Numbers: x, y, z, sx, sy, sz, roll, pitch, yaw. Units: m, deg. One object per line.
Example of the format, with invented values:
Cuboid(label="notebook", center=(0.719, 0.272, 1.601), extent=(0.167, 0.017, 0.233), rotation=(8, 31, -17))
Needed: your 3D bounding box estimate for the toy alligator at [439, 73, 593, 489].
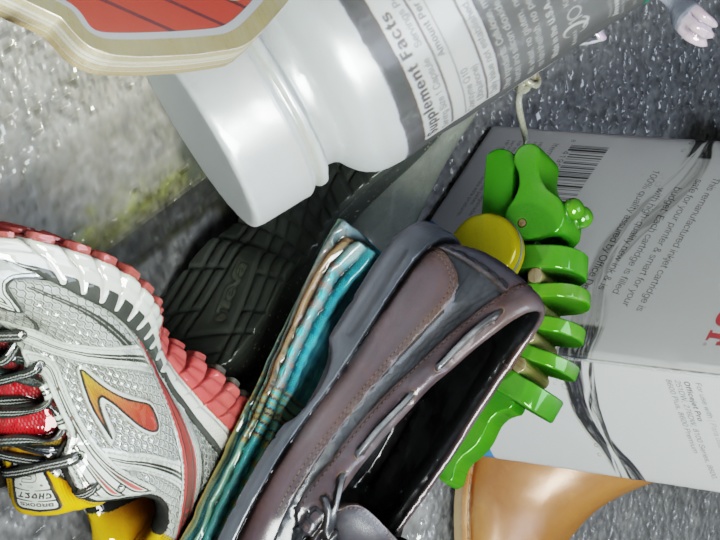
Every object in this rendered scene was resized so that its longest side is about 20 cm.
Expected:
Cuboid(label="toy alligator", center=(0.072, -0.007, 1.035), extent=(0.059, 0.054, 0.201), rotation=(36, 63, -62))

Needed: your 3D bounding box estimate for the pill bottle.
Cuboid(label="pill bottle", center=(0.017, -0.110, 0.973), extent=(0.199, 0.113, 0.113), rotation=(-32, 128, -9))

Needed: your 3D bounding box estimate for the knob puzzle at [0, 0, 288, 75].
Cuboid(label="knob puzzle", center=(-0.092, -0.140, 0.805), extent=(0.219, 0.030, 0.220), rotation=(31, 33, -23))

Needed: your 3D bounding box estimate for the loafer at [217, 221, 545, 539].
Cuboid(label="loafer", center=(0.001, 0.080, 0.951), extent=(0.201, 0.063, 0.072), rotation=(-63, 153, -4))

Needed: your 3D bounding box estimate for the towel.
Cuboid(label="towel", center=(-0.020, 0.091, 1.013), extent=(0.201, 0.022, 0.147), rotation=(-64, 153, -5))

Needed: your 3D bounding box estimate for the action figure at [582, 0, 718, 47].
Cuboid(label="action figure", center=(0.115, -0.187, 1.178), extent=(0.148, 0.134, 0.201), rotation=(32, 97, -12))

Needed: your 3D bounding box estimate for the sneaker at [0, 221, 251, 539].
Cuboid(label="sneaker", center=(-0.106, 0.045, 0.915), extent=(0.200, 0.077, 0.083), rotation=(48, 58, -47))

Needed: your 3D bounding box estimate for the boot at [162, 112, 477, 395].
Cuboid(label="boot", center=(0.000, 0.000, 1.064), extent=(0.200, 0.068, 0.131), rotation=(-52, 141, -13))

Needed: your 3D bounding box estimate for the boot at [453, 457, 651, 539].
Cuboid(label="boot", center=(0.138, 0.085, 1.206), extent=(0.077, 0.155, 0.201), rotation=(52, 54, -46))

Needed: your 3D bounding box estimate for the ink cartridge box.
Cuboid(label="ink cartridge box", center=(0.124, 0.015, 1.136), extent=(0.145, 0.199, 0.084), rotation=(-55, 136, -34))
